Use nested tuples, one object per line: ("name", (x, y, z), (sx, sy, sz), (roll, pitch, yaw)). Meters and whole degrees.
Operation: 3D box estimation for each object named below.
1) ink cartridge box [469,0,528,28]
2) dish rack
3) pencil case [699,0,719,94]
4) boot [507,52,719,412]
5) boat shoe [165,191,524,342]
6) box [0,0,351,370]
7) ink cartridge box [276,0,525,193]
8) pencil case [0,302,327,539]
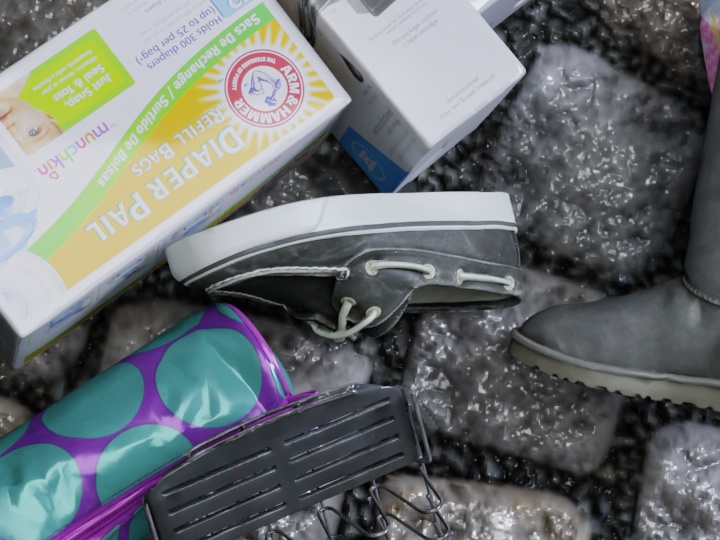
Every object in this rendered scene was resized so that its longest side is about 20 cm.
("ink cartridge box", (0.038, -0.233, 1.171), (0.146, 0.086, 0.200), (-39, 87, -15))
("dish rack", (-0.014, 0.155, 1.056), (0.153, 0.055, 0.200), (-23, 118, -16))
("pencil case", (0.236, -0.063, 1.173), (0.083, 0.091, 0.200), (0, 79, -48))
("boot", (0.173, -0.034, 1.118), (0.182, 0.073, 0.200), (8, 98, 15))
("boat shoe", (0.000, 0.000, 1.100), (0.200, 0.071, 0.064), (-6, 79, -34))
("box", (-0.119, -0.058, 1.096), (0.200, 0.101, 0.113), (-37, 88, -15))
("ink cartridge box", (-0.016, -0.142, 1.126), (0.067, 0.116, 0.200), (-39, 88, -14))
("pencil case", (-0.121, 0.098, 1.069), (0.200, 0.092, 0.085), (-34, 126, -17))
